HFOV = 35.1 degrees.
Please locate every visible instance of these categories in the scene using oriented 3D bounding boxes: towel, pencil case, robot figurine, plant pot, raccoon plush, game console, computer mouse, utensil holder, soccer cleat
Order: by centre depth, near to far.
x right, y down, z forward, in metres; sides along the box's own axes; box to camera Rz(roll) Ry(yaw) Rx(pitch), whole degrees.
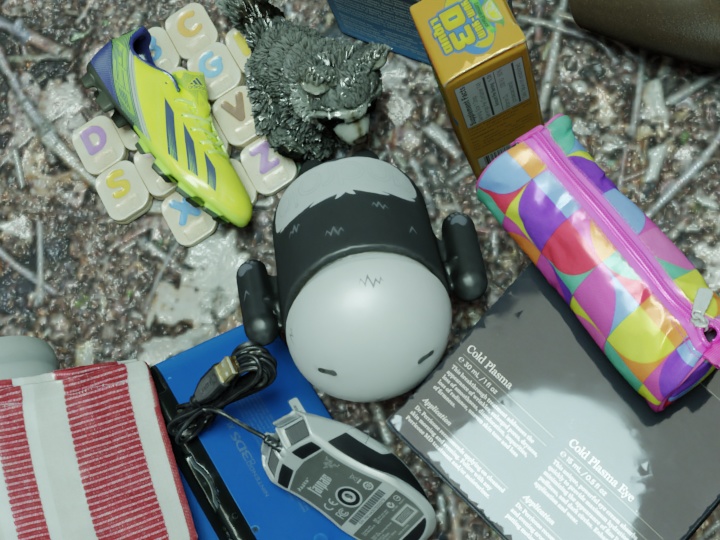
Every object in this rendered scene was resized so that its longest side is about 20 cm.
[{"bbox_3d":[0.160,-0.007,0.725,0.088,0.088,0.201,-39,70,-1],"label":"pencil case"},{"bbox_3d":[-0.217,0.138,0.762,0.198,0.023,0.146,-6,66,-33],"label":"towel"},{"bbox_3d":[-0.032,0.129,0.806,0.199,0.044,0.110,34,125,-8],"label":"computer mouse"},{"bbox_3d":[-0.001,0.001,0.827,0.150,0.124,0.202,-43,36,26],"label":"robot figurine"},{"bbox_3d":[-0.264,0.179,0.832,0.169,0.170,0.202,-31,74,2],"label":"utensil holder"},{"bbox_3d":[0.259,-0.229,0.838,0.197,0.187,0.190,4,75,28],"label":"plant pot"},{"bbox_3d":[-0.103,0.170,0.875,0.169,0.119,0.201,-24,69,-28],"label":"game console"},{"bbox_3d":[-0.058,-0.171,0.879,0.200,0.134,0.097,44,72,7],"label":"raccoon plush"},{"bbox_3d":[-0.146,-0.120,0.925,0.084,0.065,0.200,-42,73,-3],"label":"soccer cleat"}]

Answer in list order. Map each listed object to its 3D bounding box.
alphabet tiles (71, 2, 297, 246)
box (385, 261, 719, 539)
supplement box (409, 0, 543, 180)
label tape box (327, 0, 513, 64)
[{"bbox_3d":[-0.145,-0.128,0.967,0.198,0.015,0.197,-31,71,3],"label":"alphabet tiles"},{"bbox_3d":[0.153,0.113,0.790,0.200,0.104,0.182,43,87,19],"label":"box"},{"bbox_3d":[0.089,-0.135,0.820,0.068,0.200,0.067,-24,71,4],"label":"supplement box"},{"bbox_3d":[0.036,-0.230,0.858,0.143,0.200,0.064,22,80,17],"label":"label tape box"}]
